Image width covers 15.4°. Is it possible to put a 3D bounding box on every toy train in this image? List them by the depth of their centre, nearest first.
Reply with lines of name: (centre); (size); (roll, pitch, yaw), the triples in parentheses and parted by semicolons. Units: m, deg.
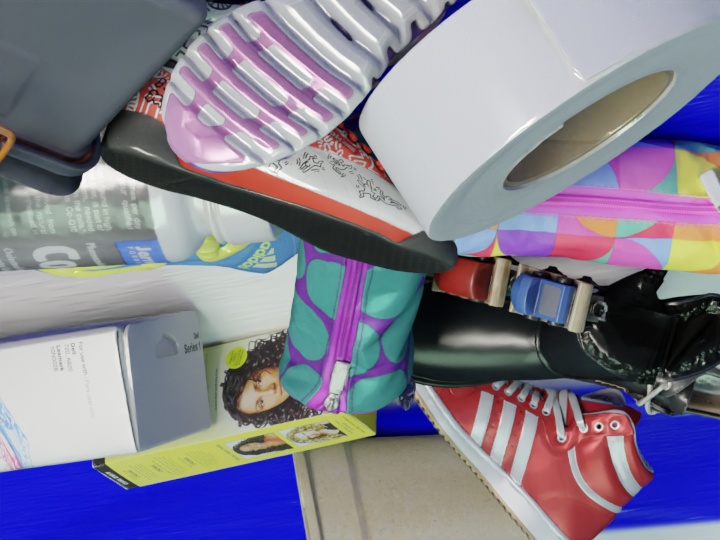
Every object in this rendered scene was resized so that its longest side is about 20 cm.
toy train: (0.069, 0.003, 1.598); (0.046, 0.034, 0.200); (10, -176, -44)

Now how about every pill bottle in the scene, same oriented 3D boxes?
pill bottle: (-0.147, -0.058, 1.508); (0.199, 0.114, 0.114); (-3, 150, 8)

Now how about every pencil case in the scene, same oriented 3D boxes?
pencil case: (0.000, 0.000, 1.558); (0.085, 0.093, 0.200); (10, 138, 3)
pencil case: (0.141, -0.041, 1.560); (0.199, 0.089, 0.088); (2, 151, -2)

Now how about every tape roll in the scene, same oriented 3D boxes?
tape roll: (0.100, -0.099, 1.367); (0.202, 0.071, 0.202); (-30, 168, -7)

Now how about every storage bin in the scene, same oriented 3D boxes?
storage bin: (-0.177, -0.137, 1.310); (0.200, 0.146, 0.134); (23, 133, -38)

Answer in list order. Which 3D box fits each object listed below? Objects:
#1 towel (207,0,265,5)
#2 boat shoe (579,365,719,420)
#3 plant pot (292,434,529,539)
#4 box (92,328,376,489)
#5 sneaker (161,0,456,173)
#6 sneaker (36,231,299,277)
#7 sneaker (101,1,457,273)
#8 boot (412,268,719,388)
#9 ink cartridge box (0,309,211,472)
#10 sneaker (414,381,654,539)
towel: (-0.089, -0.183, 1.384); (0.144, 0.024, 0.200); (-14, 149, 21)
boat shoe: (0.216, 0.069, 1.775); (0.199, 0.060, 0.074); (8, 151, -13)
plant pot: (0.055, 0.193, 1.898); (0.183, 0.201, 0.201); (-10, 151, -4)
box: (-0.087, 0.091, 1.813); (0.199, 0.075, 0.050); (-15, 149, 25)
sneaker: (-0.017, -0.116, 1.369); (0.081, 0.200, 0.088); (47, 166, 5)
sneaker: (-0.109, -0.021, 1.612); (0.199, 0.076, 0.105); (-10, 149, 17)
sneaker: (-0.030, -0.077, 1.421); (0.201, 0.108, 0.067); (20, 164, -5)
boot: (0.116, 0.033, 1.643); (0.199, 0.077, 0.168); (4, 174, -12)
ink cartridge box: (-0.214, 0.083, 1.734); (0.199, 0.084, 0.145); (-9, -179, 17)
sneaker: (0.113, 0.090, 1.786); (0.112, 0.071, 0.200); (-39, 101, 9)
